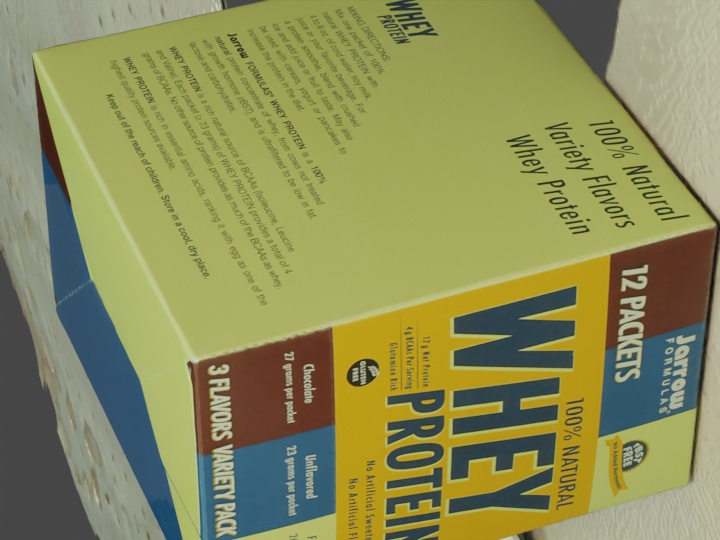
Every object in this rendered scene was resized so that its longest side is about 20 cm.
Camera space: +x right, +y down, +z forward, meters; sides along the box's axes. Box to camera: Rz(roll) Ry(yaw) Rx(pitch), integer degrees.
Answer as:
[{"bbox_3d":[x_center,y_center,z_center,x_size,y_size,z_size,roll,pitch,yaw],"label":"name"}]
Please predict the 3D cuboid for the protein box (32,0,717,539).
[{"bbox_3d":[0.000,0.000,1.020,0.199,0.200,0.135,-122,24,-45],"label":"protein box"}]

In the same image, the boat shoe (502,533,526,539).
[{"bbox_3d":[0.051,0.118,1.235,0.062,0.073,0.200,-43,-60,-59],"label":"boat shoe"}]
